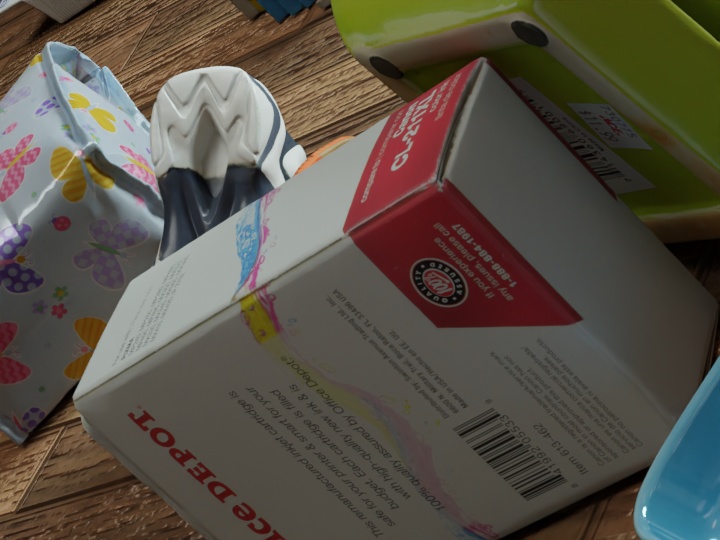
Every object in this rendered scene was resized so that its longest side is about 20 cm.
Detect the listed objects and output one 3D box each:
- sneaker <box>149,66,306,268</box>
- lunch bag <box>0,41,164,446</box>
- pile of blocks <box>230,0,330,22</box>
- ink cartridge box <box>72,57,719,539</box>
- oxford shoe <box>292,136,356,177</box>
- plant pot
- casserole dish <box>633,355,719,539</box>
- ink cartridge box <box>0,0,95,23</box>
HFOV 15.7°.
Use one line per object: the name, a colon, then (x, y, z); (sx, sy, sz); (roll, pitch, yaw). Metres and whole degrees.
sneaker: (-0.058, 0.010, 1.282); (0.079, 0.130, 0.200); (-7, 77, 19)
lunch bag: (-0.186, -0.026, 1.498); (0.170, 0.127, 0.200); (-46, 31, 7)
pile of blocks: (-0.034, -0.205, 1.608); (0.200, 0.062, 0.082); (-23, 31, 46)
ink cartridge box: (0.012, 0.033, 1.001); (0.200, 0.146, 0.083); (-30, 26, 35)
oxford shoe: (0.000, 0.000, 1.216); (0.072, 0.071, 0.200); (-4, 33, 16)
plant pot: (0.116, -0.122, 1.019); (0.199, 0.200, 0.182); (-5, 51, 61)
casserole dish: (0.169, 0.033, 0.861); (0.200, 0.039, 0.121); (-55, 23, -18)
ink cartridge box: (-0.182, -0.285, 2.043); (0.200, 0.043, 0.197); (-25, 32, 47)
